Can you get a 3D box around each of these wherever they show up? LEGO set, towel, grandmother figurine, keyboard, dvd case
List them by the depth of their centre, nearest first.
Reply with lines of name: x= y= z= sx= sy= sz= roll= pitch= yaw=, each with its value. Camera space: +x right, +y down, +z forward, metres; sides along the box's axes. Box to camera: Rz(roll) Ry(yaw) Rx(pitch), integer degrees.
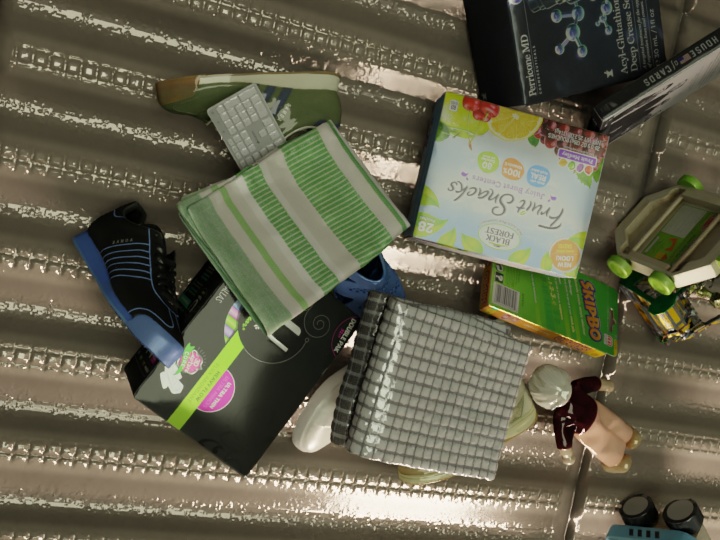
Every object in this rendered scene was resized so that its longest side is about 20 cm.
towel: x=-0.061 y=-0.051 z=0.845 sx=0.199 sy=0.023 sz=0.153 roll=-35 pitch=85 yaw=-31
towel: x=0.073 y=0.119 z=0.904 sx=0.199 sy=0.085 sz=0.167 roll=17 pitch=89 yaw=-35
keyboard: x=-0.091 y=-0.102 z=0.906 sx=0.056 sy=0.011 sz=0.201 roll=-26 pitch=129 yaw=2
dvd case: x=0.355 y=-0.214 z=0.999 sx=0.199 sy=0.150 sz=0.025 roll=-32 pitch=79 yaw=6
grandmother figurine: x=0.277 y=0.185 z=1.083 sx=0.200 sy=0.060 sz=0.122 roll=42 pitch=60 yaw=-30
LEGO set: x=0.437 y=0.028 z=1.089 sx=0.200 sy=0.154 sz=0.116 roll=-43 pitch=109 yaw=-6

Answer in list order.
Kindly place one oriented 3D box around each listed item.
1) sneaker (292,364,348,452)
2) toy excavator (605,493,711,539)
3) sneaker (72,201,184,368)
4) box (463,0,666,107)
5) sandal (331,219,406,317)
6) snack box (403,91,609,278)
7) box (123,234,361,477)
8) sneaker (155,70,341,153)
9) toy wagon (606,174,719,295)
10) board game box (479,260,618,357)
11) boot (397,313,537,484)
sneaker: x=0.013 y=0.146 z=0.971 sx=0.200 sy=0.085 sz=0.073 roll=-41 pitch=146 yaw=-5
toy excavator: x=0.349 y=0.399 z=1.125 sx=0.200 sy=0.193 sz=0.100 roll=-44 pitch=112 yaw=-39
sneaker: x=-0.209 y=0.005 z=0.834 sx=0.078 sy=0.200 sz=0.070 roll=-37 pitch=145 yaw=-8
box: x=0.234 y=-0.281 z=0.993 sx=0.198 sy=0.107 sz=0.150 roll=-16 pitch=103 yaw=-16
sandal: x=0.000 y=0.000 z=0.946 sx=0.079 sy=0.087 sz=0.201 roll=-43 pitch=126 yaw=-12
snack box: x=0.166 y=-0.094 z=0.989 sx=0.198 sy=0.068 sz=0.170 roll=14 pitch=89 yaw=-6
box: x=-0.126 y=0.079 z=0.903 sx=0.148 sy=0.124 sz=0.201 roll=40 pitch=82 yaw=-20
sneaker: x=-0.110 y=-0.158 z=0.903 sx=0.198 sy=0.067 sz=0.091 roll=-7 pitch=95 yaw=-22
toy wagon: x=0.399 y=-0.037 z=1.037 sx=0.155 sy=0.200 sz=0.040 roll=-46 pitch=124 yaw=-8
board game box: x=0.236 y=0.036 z=1.060 sx=0.198 sy=0.030 sz=0.096 roll=21 pitch=61 yaw=-19
boot: x=0.111 y=0.150 z=1.026 sx=0.199 sy=0.072 sz=0.156 roll=-25 pitch=106 yaw=-22
